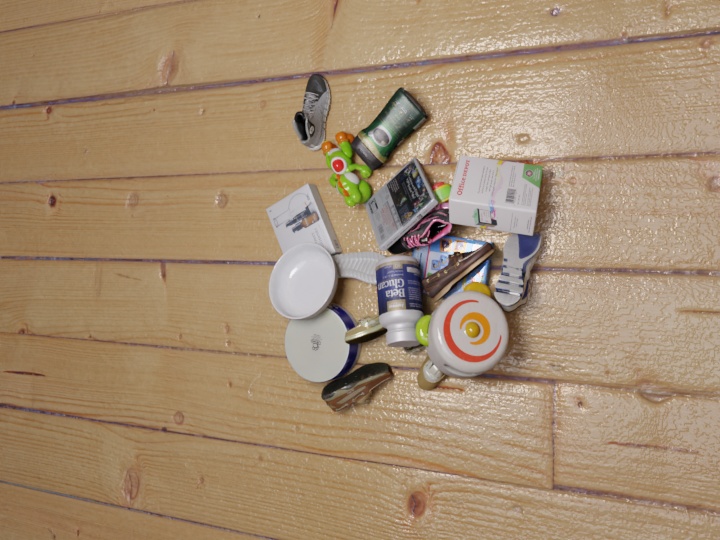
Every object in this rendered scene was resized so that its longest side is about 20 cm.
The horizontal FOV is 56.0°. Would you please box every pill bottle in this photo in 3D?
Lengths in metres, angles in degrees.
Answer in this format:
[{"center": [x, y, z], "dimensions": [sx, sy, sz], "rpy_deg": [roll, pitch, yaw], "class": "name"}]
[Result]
[{"center": [0.095, 0.077, 1.629], "dimensions": [0.108, 0.111, 0.206], "rpy_deg": [-12, 71, 23], "class": "pill bottle"}]

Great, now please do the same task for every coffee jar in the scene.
[{"center": [0.070, -0.354, 1.708], "dimensions": [0.104, 0.085, 0.200], "rpy_deg": [45, 107, -3], "class": "coffee jar"}]

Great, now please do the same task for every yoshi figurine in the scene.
[{"center": [-0.029, -0.252, 1.767], "dimensions": [0.109, 0.113, 0.204], "rpy_deg": [-10, 67, -16], "class": "yoshi figurine"}]

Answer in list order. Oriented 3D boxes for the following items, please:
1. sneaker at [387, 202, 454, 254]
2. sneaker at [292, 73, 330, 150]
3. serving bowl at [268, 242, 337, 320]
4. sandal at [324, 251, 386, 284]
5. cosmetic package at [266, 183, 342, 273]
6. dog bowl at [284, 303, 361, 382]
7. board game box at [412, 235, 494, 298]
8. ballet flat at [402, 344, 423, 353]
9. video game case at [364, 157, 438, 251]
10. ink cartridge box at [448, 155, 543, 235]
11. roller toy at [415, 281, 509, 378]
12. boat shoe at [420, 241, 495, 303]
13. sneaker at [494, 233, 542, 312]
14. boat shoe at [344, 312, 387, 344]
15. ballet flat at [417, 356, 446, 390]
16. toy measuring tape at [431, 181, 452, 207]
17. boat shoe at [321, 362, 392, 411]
[{"center": [0.144, -0.088, 1.627], "dimensions": [0.197, 0.096, 0.080], "rpy_deg": [-28, 116, 22], "class": "sneaker"}, {"center": [-0.133, -0.426, 1.785], "dimensions": [0.073, 0.115, 0.206], "rpy_deg": [1, 91, 23], "class": "sneaker"}, {"center": [-0.138, 0.036, 1.749], "dimensions": [0.195, 0.066, 0.205], "rpy_deg": [-10, 66, 23], "class": "serving bowl"}, {"center": [0.002, -0.007, 1.763], "dimensions": [0.198, 0.050, 0.085], "rpy_deg": [8, 77, 22], "class": "sandal"}, {"center": [-0.154, -0.109, 1.830], "dimensions": [0.149, 0.051, 0.204], "rpy_deg": [-28, 79, 24], "class": "cosmetic package"}, {"center": [-0.100, 0.190, 1.789], "dimensions": [0.195, 0.078, 0.206], "rpy_deg": [0, 90, 24], "class": "dog bowl"}, {"center": [0.221, -0.008, 1.670], "dimensions": [0.195, 0.036, 0.156], "rpy_deg": [11, 94, 25], "class": "board game box"}, {"center": [0.182, 0.146, 1.671], "dimensions": [0.198, 0.069, 0.071], "rpy_deg": [-34, 77, 20], "class": "ballet flat"}, {"center": [0.096, -0.165, 1.669], "dimensions": [0.181, 0.023, 0.202], "rpy_deg": [-41, 35, 19], "class": "video game case"}, {"center": [0.310, -0.174, 1.553], "dimensions": [0.195, 0.085, 0.147], "rpy_deg": [10, 54, 13], "class": "ink cartridge box"}, {"center": [0.244, 0.145, 1.543], "dimensions": [0.197, 0.140, 0.185], "rpy_deg": [-32, 80, -13], "class": "roller toy"}, {"center": [0.228, -0.008, 1.607], "dimensions": [0.199, 0.070, 0.071], "rpy_deg": [-40, 79, 19], "class": "boat shoe"}, {"center": [0.362, 0.013, 1.586], "dimensions": [0.079, 0.116, 0.203], "rpy_deg": [17, 67, 20], "class": "sneaker"}, {"center": [0.046, 0.125, 1.707], "dimensions": [0.197, 0.073, 0.064], "rpy_deg": [-25, 71, -1], "class": "boat shoe"}, {"center": [0.202, 0.219, 1.663], "dimensions": [0.069, 0.063, 0.201], "rpy_deg": [44, 106, 15], "class": "ballet flat"}, {"center": [0.170, -0.162, 1.675], "dimensions": [0.197, 0.073, 0.075], "rpy_deg": [-31, 78, 20], "class": "toy measuring tape"}, {"center": [-0.004, 0.305, 1.756], "dimensions": [0.196, 0.076, 0.075], "rpy_deg": [-25, 108, 13], "class": "boat shoe"}]
